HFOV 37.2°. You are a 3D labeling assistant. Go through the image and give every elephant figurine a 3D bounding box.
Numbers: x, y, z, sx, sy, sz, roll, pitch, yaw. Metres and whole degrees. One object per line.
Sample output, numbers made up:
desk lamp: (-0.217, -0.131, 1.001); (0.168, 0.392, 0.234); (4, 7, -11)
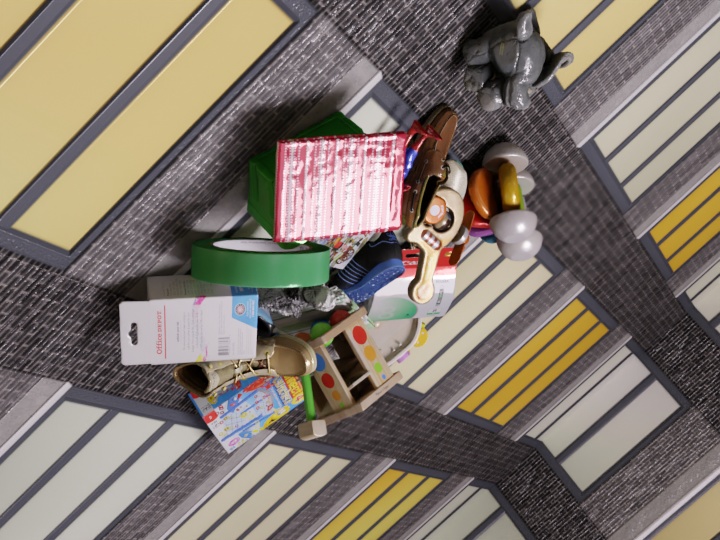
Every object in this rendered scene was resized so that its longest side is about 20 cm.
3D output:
elephant figurine: (0.252, -0.326, 1.635); (0.199, 0.154, 0.143); (-26, 109, -45)

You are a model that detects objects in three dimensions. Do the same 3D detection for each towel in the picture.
towel: (-0.026, -0.115, 1.462); (0.197, 0.022, 0.147); (-7, 113, -25)
towel: (-0.070, 0.083, 1.893); (0.147, 0.031, 0.200); (-14, 159, 14)

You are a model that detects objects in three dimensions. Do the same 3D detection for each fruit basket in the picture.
fruit basket: (-0.058, -0.103, 1.556); (0.213, 0.155, 0.218); (-20, 131, -25)

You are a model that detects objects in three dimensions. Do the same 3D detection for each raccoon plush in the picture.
raccoon plush: (-0.090, 0.051, 1.697); (0.097, 0.200, 0.134); (-53, 139, 1)

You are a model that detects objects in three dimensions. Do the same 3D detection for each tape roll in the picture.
tape roll: (-0.142, -0.013, 1.524); (0.199, 0.199, 0.049); (-6, 102, -47)

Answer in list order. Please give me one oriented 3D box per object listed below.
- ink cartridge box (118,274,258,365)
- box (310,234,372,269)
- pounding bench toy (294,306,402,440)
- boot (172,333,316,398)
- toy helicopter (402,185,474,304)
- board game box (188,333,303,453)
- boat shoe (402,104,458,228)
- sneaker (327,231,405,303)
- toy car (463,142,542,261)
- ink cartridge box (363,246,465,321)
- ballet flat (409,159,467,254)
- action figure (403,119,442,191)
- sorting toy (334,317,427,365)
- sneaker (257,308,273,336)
ink cartridge box: (-0.253, 0.070, 1.569); (0.197, 0.068, 0.116); (-2, 122, -14)
box: (-0.013, -0.093, 1.727); (0.200, 0.038, 0.136); (-49, 152, 18)
pounding bench toy: (-0.059, 0.170, 1.785); (0.124, 0.157, 0.199); (-27, -175, 42)
boot: (-0.184, 0.153, 1.708); (0.155, 0.198, 0.074); (-27, 120, -52)
toy helicopter: (0.126, -0.041, 1.789); (0.131, 0.079, 0.203); (5, 105, -30)
board game box: (-0.199, 0.229, 1.969); (0.195, 0.056, 0.201); (-34, 153, -9)
boat shoe: (0.113, -0.160, 1.691); (0.072, 0.068, 0.202); (20, 97, -57)
sneaker: (0.000, 0.000, 1.860); (0.070, 0.079, 0.199); (12, 148, -44)
toy car: (0.237, -0.114, 1.901); (0.148, 0.177, 0.200); (-10, 157, 12)
ink cartridge box: (0.099, 0.027, 1.954); (0.159, 0.051, 0.201); (-3, 154, -13)
ballet flat: (0.134, -0.103, 1.852); (0.201, 0.067, 0.063); (110, 1, -46)
action figure: (0.045, -0.137, 1.641); (0.200, 0.052, 0.065); (-49, 155, 23)
sorting toy: (0.062, 0.138, 2.143); (0.199, 0.107, 0.180); (-40, 172, 2)
sneaker: (-0.215, 0.079, 1.680); (0.198, 0.090, 0.079); (-8, 141, -41)
